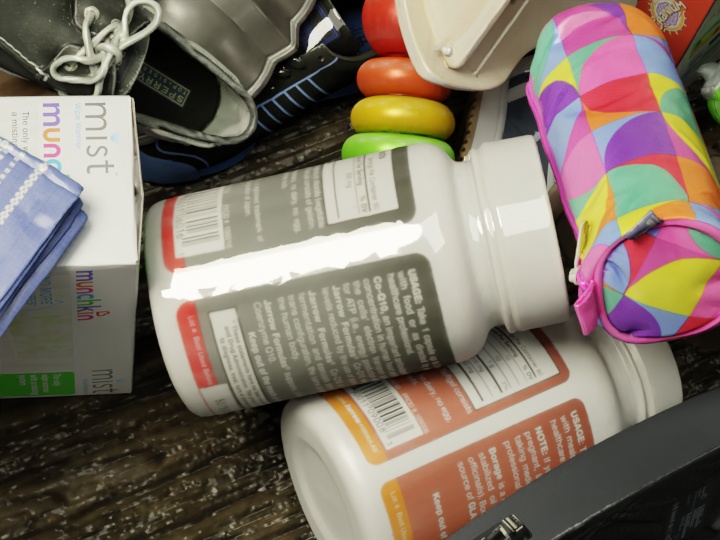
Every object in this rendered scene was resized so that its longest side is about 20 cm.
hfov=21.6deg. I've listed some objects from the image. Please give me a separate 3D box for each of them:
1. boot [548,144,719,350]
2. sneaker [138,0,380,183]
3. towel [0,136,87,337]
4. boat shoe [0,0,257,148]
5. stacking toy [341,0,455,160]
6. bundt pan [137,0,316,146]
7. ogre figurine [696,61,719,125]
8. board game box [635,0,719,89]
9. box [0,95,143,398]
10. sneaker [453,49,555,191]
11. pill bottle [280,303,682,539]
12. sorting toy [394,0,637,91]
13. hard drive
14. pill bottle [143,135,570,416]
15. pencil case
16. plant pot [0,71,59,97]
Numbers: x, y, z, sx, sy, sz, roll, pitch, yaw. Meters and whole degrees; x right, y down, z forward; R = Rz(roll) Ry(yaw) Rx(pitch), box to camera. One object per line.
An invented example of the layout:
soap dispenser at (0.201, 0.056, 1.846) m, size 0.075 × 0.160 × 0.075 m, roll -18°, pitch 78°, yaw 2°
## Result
boot at (0.207, -0.030, 1.027) m, size 0.200 × 0.070 × 0.146 m, roll -15°, pitch 42°, yaw -20°
sneaker at (-0.053, -0.120, 1.103) m, size 0.200 × 0.078 × 0.070 m, roll -28°, pitch 74°, yaw -18°
towel at (-0.242, -0.026, 0.855) m, size 0.200 × 0.024 × 0.145 m, roll 30°, pitch 69°, yaw 7°
boat shoe at (-0.133, -0.111, 0.943) m, size 0.068 × 0.199 × 0.074 m, roll 23°, pitch 82°, yaw 47°
stacking toy at (0.024, -0.068, 1.057) m, size 0.085 × 0.085 × 0.201 m, roll 6°, pitch 86°, yaw -5°
bundt pan at (-0.128, -0.176, 1.076) m, size 0.201 × 0.076 × 0.202 m, roll -7°, pitch 67°, yaw 16°
ogre figurine at (0.272, -0.065, 1.115) m, size 0.120 × 0.200 × 0.098 m, roll -16°, pitch 26°, yaw -3°
board game box at (0.222, -0.181, 1.100) m, size 0.040 × 0.200 × 0.153 m, roll 44°, pitch 68°, yaw 11°
box at (-0.202, -0.008, 0.970) m, size 0.176 × 0.200 × 0.097 m, roll -1°, pitch 68°, yaw -9°
sneaker at (0.123, -0.109, 1.128) m, size 0.108 × 0.070 × 0.200 m, roll 17°, pitch 67°, yaw -1°
pill bottle at (0.067, 0.084, 1.014) m, size 0.200 × 0.112 × 0.112 m, roll -21°, pitch 72°, yaw -19°
sorting toy at (0.125, -0.195, 1.034) m, size 0.180 × 0.200 × 0.107 m, roll 9°, pitch 37°, yaw -45°
hard drive at (0.124, 0.139, 0.992) m, size 0.200 × 0.135 × 0.042 m, roll -27°, pitch 58°, yaw -16°
pill bottle at (0.000, 0.000, 0.955) m, size 0.199 × 0.114 × 0.114 m, roll -12°, pitch 69°, yaw 5°
pencil case at (0.134, -0.052, 0.952) m, size 0.088 × 0.089 × 0.200 m, roll 3°, pitch 40°, yaw -7°
plant pot at (-0.237, -0.186, 0.991) m, size 0.200 × 0.200 × 0.174 m, roll -42°, pitch 37°, yaw -21°
